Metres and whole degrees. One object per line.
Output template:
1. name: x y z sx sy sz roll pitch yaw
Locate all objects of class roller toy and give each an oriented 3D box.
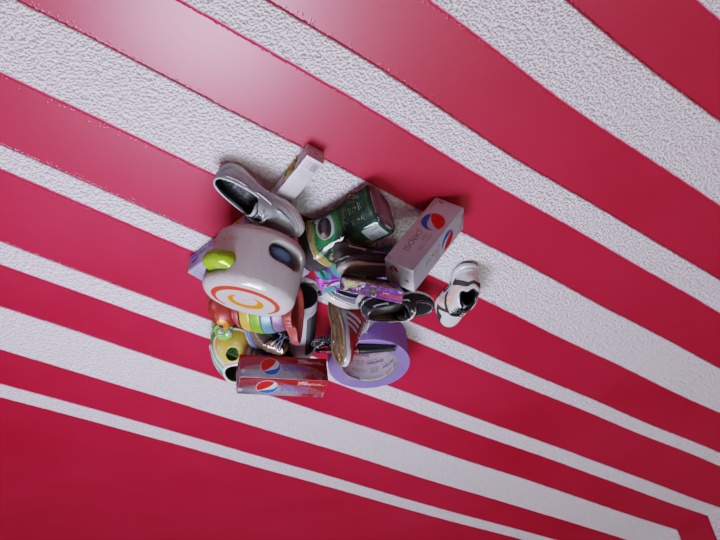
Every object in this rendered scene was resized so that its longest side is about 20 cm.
1. roller toy: -0.204 -0.003 1.448 0.182 0.140 0.200 13 157 -1

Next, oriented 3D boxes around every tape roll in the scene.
1. tape roll: 0.018 0.197 1.819 0.199 0.085 0.201 -3 138 -3

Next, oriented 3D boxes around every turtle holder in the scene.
1. turtle holder: -0.280 0.177 1.732 0.140 0.132 0.186 9 136 -14

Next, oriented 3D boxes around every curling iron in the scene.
1. curling iron: -0.014 0.177 1.712 0.199 0.026 0.050 6 139 -12

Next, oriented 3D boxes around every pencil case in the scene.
1. pencil case: 0.000 0.000 1.597 0.199 0.093 0.085 -8 128 1

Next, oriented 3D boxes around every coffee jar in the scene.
1. coffee jar: -0.035 -0.080 1.497 0.199 0.105 0.085 -27 149 23

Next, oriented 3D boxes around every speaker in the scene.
1. speaker: -0.143 0.122 1.725 0.081 0.081 0.201 1 136 -7

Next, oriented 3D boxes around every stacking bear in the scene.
1. stacking bear: -0.228 0.085 1.586 0.199 0.114 0.122 1 148 9

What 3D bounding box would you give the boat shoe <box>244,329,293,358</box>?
1. boat shoe: -0.196 0.165 1.696 0.072 0.072 0.200 3 139 29

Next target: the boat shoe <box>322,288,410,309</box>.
1. boat shoe: 0.020 0.038 1.665 0.199 0.075 0.093 10 129 -27

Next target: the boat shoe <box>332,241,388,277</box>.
1. boat shoe: 0.016 -0.024 1.472 0.067 0.057 0.200 -26 162 31

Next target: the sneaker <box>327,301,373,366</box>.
1. sneaker: -0.008 0.136 1.665 0.112 0.201 0.071 17 132 -24

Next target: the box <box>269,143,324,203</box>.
1. box: -0.141 -0.162 1.448 0.041 0.039 0.200 26 129 -25

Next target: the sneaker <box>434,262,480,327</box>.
1. sneaker: 0.222 0.073 1.709 0.073 0.080 0.200 3 138 -11

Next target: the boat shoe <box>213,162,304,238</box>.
1. boat shoe: -0.197 -0.120 1.418 0.201 0.072 0.070 39 125 -10

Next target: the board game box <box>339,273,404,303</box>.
1. board game box: 0.019 0.030 1.457 0.119 0.200 0.032 8 93 -1

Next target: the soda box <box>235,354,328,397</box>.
1. soda box: -0.176 0.236 1.669 0.199 0.064 0.070 5 136 -15

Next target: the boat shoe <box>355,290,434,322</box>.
1. boat shoe: 0.085 0.084 1.635 0.199 0.060 0.074 9 124 -34

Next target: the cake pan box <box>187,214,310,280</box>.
1. cake pan box: -0.234 -0.010 1.596 0.184 0.052 0.200 -33 131 29

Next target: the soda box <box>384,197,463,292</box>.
1. soda box: 0.128 -0.054 1.476 0.068 0.200 0.064 24 145 25
